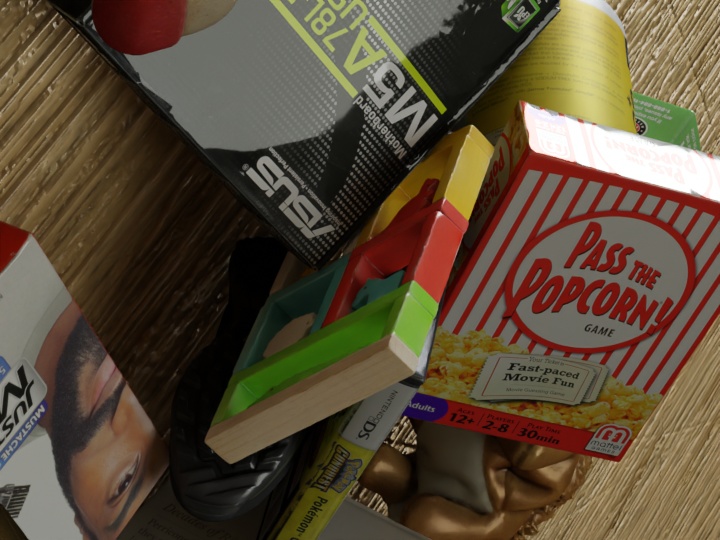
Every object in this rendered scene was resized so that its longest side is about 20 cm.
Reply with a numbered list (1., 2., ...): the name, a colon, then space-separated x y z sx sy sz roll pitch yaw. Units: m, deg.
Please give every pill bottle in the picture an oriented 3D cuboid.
1. pill bottle: 0.106 -0.100 1.106 0.112 0.112 0.200 64 22 -53

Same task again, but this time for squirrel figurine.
1. squirrel figurine: 0.071 0.169 1.277 0.200 0.141 0.187 12 105 -58

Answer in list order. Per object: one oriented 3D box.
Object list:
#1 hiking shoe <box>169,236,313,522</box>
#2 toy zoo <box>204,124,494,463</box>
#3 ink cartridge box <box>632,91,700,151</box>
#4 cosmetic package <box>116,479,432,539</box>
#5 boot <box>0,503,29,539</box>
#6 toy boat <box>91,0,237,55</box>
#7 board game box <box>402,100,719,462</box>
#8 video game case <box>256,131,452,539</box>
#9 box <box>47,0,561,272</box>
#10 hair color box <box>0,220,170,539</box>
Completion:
1. hiking shoe: -0.055 0.074 1.012 0.200 0.076 0.101 -73 170 -49
2. toy zoo: 0.000 0.000 0.940 0.020 0.131 0.200 44 41 -21
3. ink cartridge box: 0.107 -0.029 1.187 0.200 0.145 0.084 -51 146 -26
4. cosmetic package: -0.073 0.236 1.047 0.200 0.165 0.165 -41 143 -38
5. boot: -0.204 0.183 0.834 0.155 0.072 0.200 -27 147 -11
6. toy boat: -0.124 -0.179 0.747 0.131 0.131 0.200 -20 116 0
7. board game box: 0.117 0.012 1.031 0.046 0.151 0.200 -97 -155 -48
8. video game case: 0.003 0.046 1.010 0.181 0.025 0.200 -59 -171 39
9. box: -0.020 -0.130 0.908 0.193 0.048 0.200 -48 129 -7
10. hair color box: -0.171 0.071 0.881 0.111 0.064 0.200 -55 150 -22
